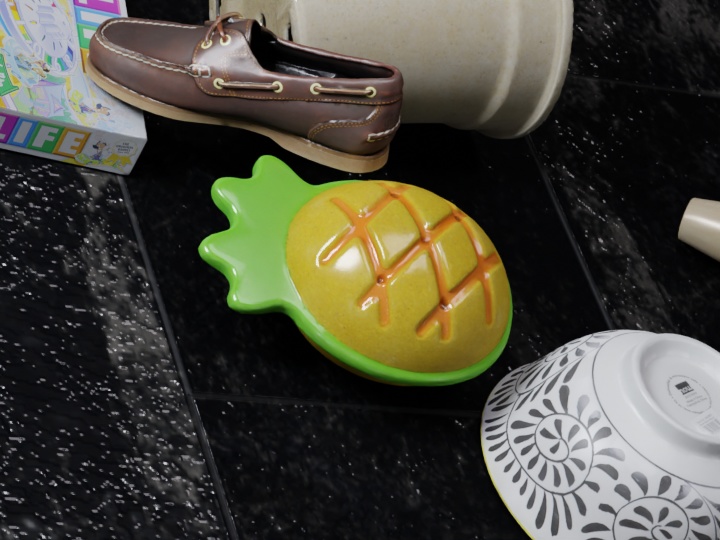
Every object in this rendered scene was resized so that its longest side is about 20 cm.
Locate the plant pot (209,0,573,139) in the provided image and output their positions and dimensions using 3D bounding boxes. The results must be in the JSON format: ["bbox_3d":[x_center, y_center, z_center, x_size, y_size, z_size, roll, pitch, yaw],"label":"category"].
[{"bbox_3d":[0.008,-0.173,1.888,0.183,0.201,0.201,-10,53,-27],"label":"plant pot"}]

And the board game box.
[{"bbox_3d":[-0.212,-0.153,1.821,0.134,0.034,0.200,12,42,-25],"label":"board game box"}]

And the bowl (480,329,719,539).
[{"bbox_3d":[0.182,0.101,1.765,0.201,0.094,0.201,18,40,-16],"label":"bowl"}]

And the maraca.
[{"bbox_3d":[0.000,0.000,1.738,0.200,0.107,0.137,19,50,-13],"label":"maraca"}]

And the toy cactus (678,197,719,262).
[{"bbox_3d":[0.299,-0.003,1.980,0.165,0.102,0.200,20,38,16],"label":"toy cactus"}]

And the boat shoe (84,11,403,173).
[{"bbox_3d":[-0.069,-0.124,1.772,0.200,0.070,0.070,15,38,4],"label":"boat shoe"}]
